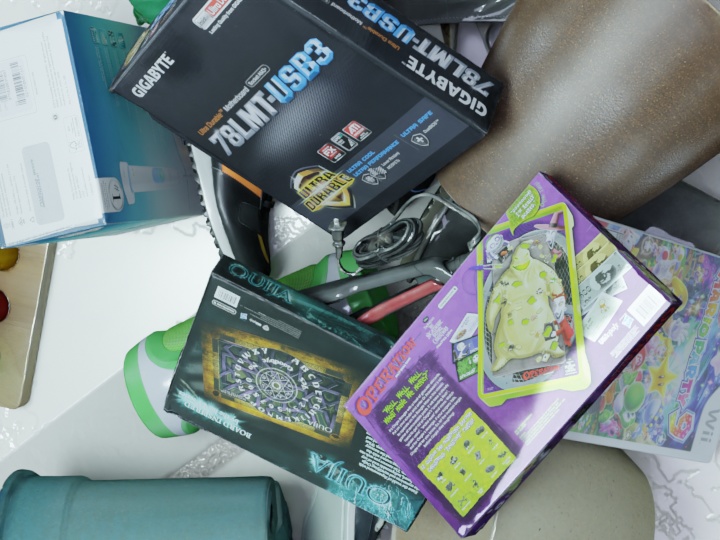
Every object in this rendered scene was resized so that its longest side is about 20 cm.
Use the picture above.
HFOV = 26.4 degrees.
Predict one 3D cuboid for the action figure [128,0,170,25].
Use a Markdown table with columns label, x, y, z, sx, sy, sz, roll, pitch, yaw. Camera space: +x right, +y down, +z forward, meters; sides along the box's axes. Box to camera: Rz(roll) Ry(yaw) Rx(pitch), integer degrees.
| label | x | y | z | sx | sy | sz | roll | pitch | yaw |
| --- | --- | --- | --- | --- | --- | --- | --- | --- | --- |
| action figure | -0.113 | -0.199 | 1.047 | 0.118 | 0.199 | 0.055 | 47 | 65 | -19 |

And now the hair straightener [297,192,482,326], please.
| label | x | y | z | sx | sy | sz | roll | pitch | yaw |
| --- | --- | --- | --- | --- | --- | --- | --- | --- | --- |
| hair straightener | 0.000 | 0.000 | 1.033 | 0.199 | 0.041 | 0.077 | -24 | 96 | 37 |

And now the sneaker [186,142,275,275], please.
| label | x | y | z | sx | sy | sz | roll | pitch | yaw |
| --- | --- | --- | --- | --- | --- | --- | --- | --- | --- |
| sneaker | -0.081 | -0.091 | 1.155 | 0.089 | 0.070 | 0.202 | -14 | 94 | 3 |

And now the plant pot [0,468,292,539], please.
| label | x | y | z | sx | sy | sz | roll | pitch | yaw |
| --- | --- | --- | --- | --- | --- | --- | --- | --- | --- |
| plant pot | -0.150 | 0.237 | 1.136 | 0.194 | 0.200 | 0.202 | -7 | 92 | 3 |

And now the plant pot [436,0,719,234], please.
| label | x | y | z | sx | sy | sz | roll | pitch | yaw |
| --- | --- | --- | --- | --- | --- | --- | --- | --- | --- |
| plant pot | 0.150 | -0.106 | 1.018 | 0.187 | 0.187 | 0.200 | 43 | 103 | 6 |

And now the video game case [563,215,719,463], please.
| label | x | y | z | sx | sy | sz | roll | pitch | yaw |
| --- | --- | --- | --- | --- | --- | --- | --- | --- | --- |
| video game case | 0.193 | 0.050 | 1.035 | 0.018 | 0.199 | 0.144 | 20 | 95 | 49 |

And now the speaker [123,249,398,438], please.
| label | x | y | z | sx | sy | sz | roll | pitch | yaw |
| --- | --- | --- | --- | --- | --- | --- | --- | --- | --- |
| speaker | -0.075 | 0.056 | 1.153 | 0.199 | 0.088 | 0.089 | -24 | 88 | 12 |

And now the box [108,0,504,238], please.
| label | x | y | z | sx | sy | sz | roll | pitch | yaw |
| --- | --- | --- | --- | --- | --- | --- | --- | --- | --- |
| box | -0.041 | -0.119 | 1.001 | 0.198 | 0.200 | 0.050 | 31 | 59 | -18 |

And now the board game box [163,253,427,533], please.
| label | x | y | z | sx | sy | sz | roll | pitch | yaw |
| --- | --- | --- | --- | --- | --- | --- | --- | --- | --- |
| board game box | -0.029 | 0.087 | 1.058 | 0.199 | 0.028 | 0.136 | 27 | 127 | 2 |

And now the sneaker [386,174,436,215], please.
| label | x | y | z | sx | sy | sz | roll | pitch | yaw |
| --- | --- | --- | --- | --- | --- | --- | --- | --- | --- |
| sneaker | -0.028 | -0.115 | 1.117 | 0.199 | 0.070 | 0.078 | 31 | 96 | -14 |

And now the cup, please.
| label | x | y | z | sx | sy | sz | roll | pitch | yaw |
| --- | --- | --- | --- | --- | --- | --- | --- | --- | --- |
| cup | 0.121 | 0.176 | 1.083 | 0.142 | 0.200 | 0.202 | 12 | 97 | -17 |

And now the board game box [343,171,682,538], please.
| label | x | y | z | sx | sy | sz | roll | pitch | yaw |
| --- | --- | --- | --- | --- | --- | --- | --- | --- | --- |
| board game box | 0.091 | 0.053 | 0.956 | 0.120 | 0.032 | 0.200 | 45 | 107 | 19 |

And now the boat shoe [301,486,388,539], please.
| label | x | y | z | sx | sy | sz | roll | pitch | yaw |
| --- | --- | --- | --- | --- | --- | --- | --- | --- | --- |
| boat shoe | -0.002 | 0.172 | 1.154 | 0.060 | 0.076 | 0.202 | -5 | 114 | -30 |

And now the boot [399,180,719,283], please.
| label | x | y | z | sx | sy | sz | roll | pitch | yaw |
| --- | --- | --- | --- | --- | --- | --- | --- | --- | --- |
| boot | 0.149 | -0.019 | 1.117 | 0.199 | 0.073 | 0.182 | 35 | 99 | 1 |

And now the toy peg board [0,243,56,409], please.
| label | x | y | z | sx | sy | sz | roll | pitch | yaw |
| --- | --- | --- | --- | --- | --- | --- | --- | --- | --- |
| toy peg board | -0.353 | -0.005 | 1.201 | 0.198 | 0.098 | 0.201 | 13 | 96 | 10 |

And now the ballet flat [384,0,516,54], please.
| label | x | y | z | sx | sy | sz | roll | pitch | yaw |
| --- | --- | --- | --- | --- | --- | --- | --- | --- | --- |
| ballet flat | 0.079 | -0.182 | 1.118 | 0.198 | 0.067 | 0.064 | -1 | 100 | 12 |

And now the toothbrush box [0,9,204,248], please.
| label | x | y | z | sx | sy | sz | roll | pitch | yaw |
| --- | --- | --- | --- | --- | --- | --- | --- | --- | --- |
| toothbrush box | -0.193 | -0.100 | 1.110 | 0.085 | 0.200 | 0.148 | -11 | 92 | 16 |
